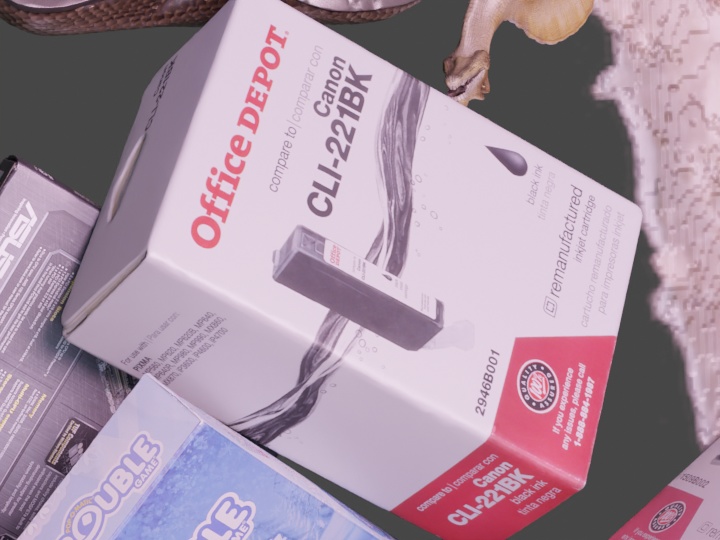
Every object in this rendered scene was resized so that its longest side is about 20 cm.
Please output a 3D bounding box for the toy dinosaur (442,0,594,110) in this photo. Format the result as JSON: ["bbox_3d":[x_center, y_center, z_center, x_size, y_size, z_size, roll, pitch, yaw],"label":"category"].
[{"bbox_3d":[0.085,-0.150,1.029,0.200,0.058,0.101,-40,124,-23],"label":"toy dinosaur"}]

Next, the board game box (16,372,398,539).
[{"bbox_3d":[-0.078,0.165,0.951,0.200,0.043,0.199,-53,138,-1],"label":"board game box"}]

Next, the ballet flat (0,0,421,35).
[{"bbox_3d":[-0.061,-0.125,0.998,0.199,0.046,0.068,-8,74,-19],"label":"ballet flat"}]

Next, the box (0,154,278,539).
[{"bbox_3d":[-0.128,0.077,0.989,0.158,0.048,0.200,31,87,-16],"label":"box"}]

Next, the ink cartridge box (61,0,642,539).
[{"bbox_3d":[0.000,0.000,0.963,0.200,0.084,0.145,28,53,-16],"label":"ink cartridge box"}]

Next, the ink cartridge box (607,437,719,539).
[{"bbox_3d":[0.217,0.094,1.025,0.200,0.146,0.083,-42,102,-8],"label":"ink cartridge box"}]
